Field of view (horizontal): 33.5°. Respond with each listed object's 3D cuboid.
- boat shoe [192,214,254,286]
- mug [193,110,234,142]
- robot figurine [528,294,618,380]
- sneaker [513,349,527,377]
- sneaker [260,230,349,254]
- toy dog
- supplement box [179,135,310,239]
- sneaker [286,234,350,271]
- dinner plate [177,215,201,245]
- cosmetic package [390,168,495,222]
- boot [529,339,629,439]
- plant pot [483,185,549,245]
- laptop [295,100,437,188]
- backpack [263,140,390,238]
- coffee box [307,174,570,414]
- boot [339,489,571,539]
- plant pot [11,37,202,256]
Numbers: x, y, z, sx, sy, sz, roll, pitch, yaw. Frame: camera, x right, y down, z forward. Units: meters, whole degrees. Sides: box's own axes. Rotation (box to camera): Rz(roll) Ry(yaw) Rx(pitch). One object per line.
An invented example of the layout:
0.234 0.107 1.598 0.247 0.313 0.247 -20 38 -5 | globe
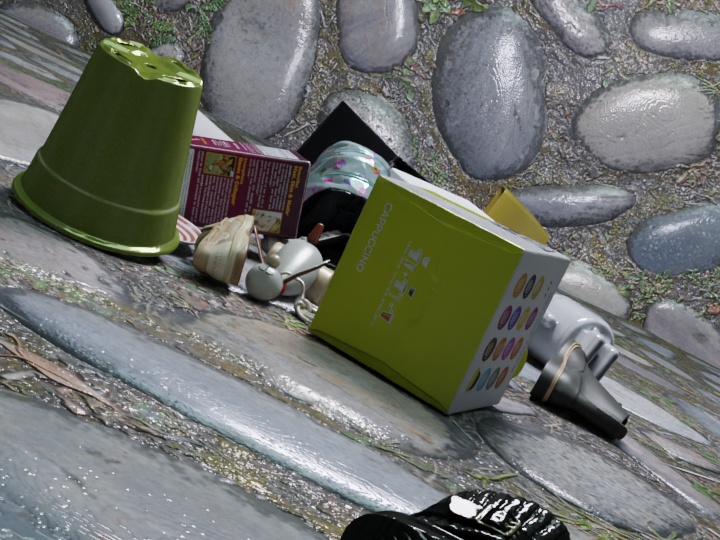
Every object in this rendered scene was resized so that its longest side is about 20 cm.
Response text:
-0.167 -0.034 1.441 0.064 0.072 0.200 14 8 -6 | boat shoe
-0.245 -0.158 1.777 0.152 0.150 0.187 29 11 -36 | mug
0.333 0.109 1.932 0.170 0.113 0.200 44 -2 -30 | robot figurine
0.131 0.085 1.627 0.199 0.074 0.082 31 4 -21 | sneaker
-0.056 -0.026 1.720 0.199 0.081 0.070 18 12 -35 | sneaker
-0.081 -0.012 1.481 0.131 0.097 0.200 23 8 -11 | toy dog
-0.180 -0.118 1.646 0.197 0.112 0.086 7 14 -19 | supplement box
0.000 0.000 1.623 0.198 0.077 0.115 11 -8 -26 | sneaker
-0.286 -0.070 1.485 0.198 0.025 0.200 25 7 -3 | dinner plate
0.118 -0.033 1.926 0.199 0.169 0.166 19 18 -42 | cosmetic package
0.321 0.174 1.673 0.137 0.078 0.200 32 22 14 | boot
0.395 -0.090 3.199 0.176 0.201 0.200 37 8 0 | plant pot
-0.008 -0.135 1.973 0.199 0.187 0.116 34 14 -45 | laptop
-0.038 -0.097 1.793 0.165 0.128 0.200 19 -33 -19 | backpack
0.093 0.028 1.391 0.199 0.202 0.197 29 9 23 | coffee box
0.101 0.201 0.732 0.210 0.080 0.157 30 9 31 | boot
-0.262 -0.147 1.335 0.198 0.192 0.200 23 19 -8 | plant pot
